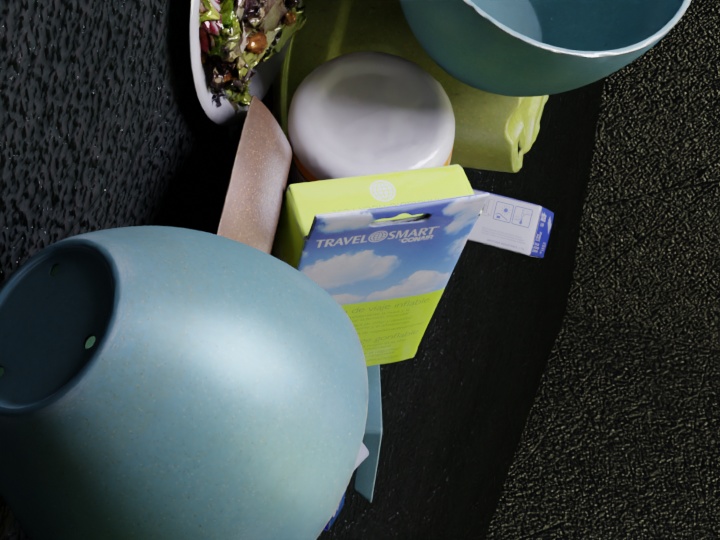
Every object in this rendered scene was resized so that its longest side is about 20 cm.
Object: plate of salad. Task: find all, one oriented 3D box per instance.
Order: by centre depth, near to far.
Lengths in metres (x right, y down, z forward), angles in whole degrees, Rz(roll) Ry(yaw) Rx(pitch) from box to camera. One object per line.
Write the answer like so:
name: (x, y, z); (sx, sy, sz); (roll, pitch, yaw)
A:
plate of salad: (-0.058, -0.190, 0.885); (0.200, 0.047, 0.203); (15, 90, -77)

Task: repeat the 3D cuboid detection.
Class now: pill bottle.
pill bottle: (0.003, -0.052, 0.990); (0.201, 0.115, 0.117); (94, 16, -58)

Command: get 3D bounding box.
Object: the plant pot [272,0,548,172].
plant pot: (0.052, -0.160, 1.069); (0.200, 0.182, 0.203); (16, 90, -76)

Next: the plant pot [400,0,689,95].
plant pot: (0.103, -0.195, 0.910); (0.202, 0.198, 0.135); (-67, -173, -28)

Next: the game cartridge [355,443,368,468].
game cartridge: (-0.080, 0.194, 1.006); (0.200, 0.042, 0.133); (-47, 179, 34)

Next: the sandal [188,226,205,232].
sandal: (-0.130, 0.050, 0.844); (0.201, 0.044, 0.076); (-87, -164, -47)

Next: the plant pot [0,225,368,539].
plant pot: (-0.114, 0.058, 0.683); (0.135, 0.198, 0.202); (42, 60, -47)

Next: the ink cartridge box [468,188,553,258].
ink cartridge box: (0.062, -0.056, 1.182); (0.094, 0.197, 0.045); (4, 101, -76)

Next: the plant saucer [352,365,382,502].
plant saucer: (0.005, 0.110, 1.169); (0.201, 0.019, 0.071); (-89, -174, -64)

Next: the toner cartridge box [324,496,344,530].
toner cartridge box: (-0.051, 0.108, 1.126); (0.043, 0.094, 0.202); (-52, 153, -60)

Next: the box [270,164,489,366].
box: (0.000, 0.000, 0.906); (0.201, 0.120, 0.048); (110, -35, -54)

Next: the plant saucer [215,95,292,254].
plant saucer: (-0.077, -0.011, 0.895); (0.200, 0.036, 0.203); (-167, -90, -86)
